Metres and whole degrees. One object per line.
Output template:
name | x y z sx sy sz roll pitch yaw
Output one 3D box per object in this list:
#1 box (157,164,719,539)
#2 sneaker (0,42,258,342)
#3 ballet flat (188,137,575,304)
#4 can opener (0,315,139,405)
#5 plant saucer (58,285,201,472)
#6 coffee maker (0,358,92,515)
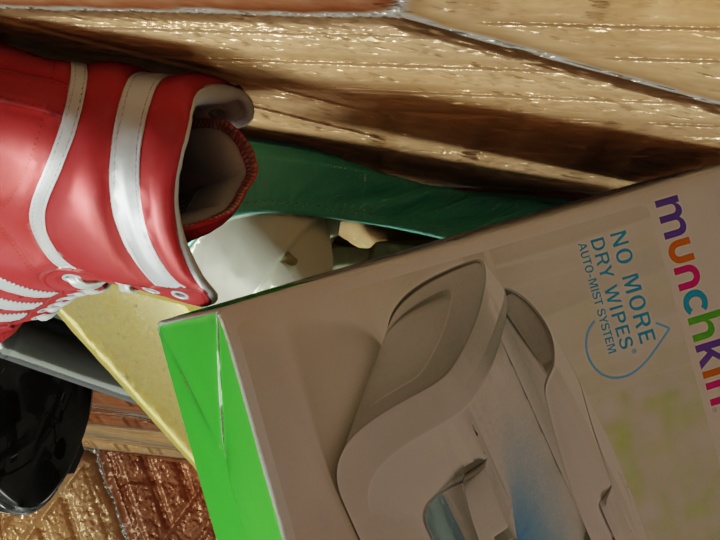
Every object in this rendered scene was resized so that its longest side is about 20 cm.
box | 0.051 0.086 0.929 0.176 0.201 0.097 -15 -179 -16
sneaker | -0.089 -0.015 0.937 0.112 0.071 0.200 9 162 1
ballet flat | 0.000 0.000 1.005 0.199 0.071 0.067 8 134 -15
can opener | -0.145 0.009 1.304 0.199 0.053 0.067 21 -158 -20
plant saucer | -0.014 0.054 1.161 0.200 0.049 0.200 12 149 45
coffee maker | -0.256 0.043 1.395 0.199 0.135 0.192 1 171 35
